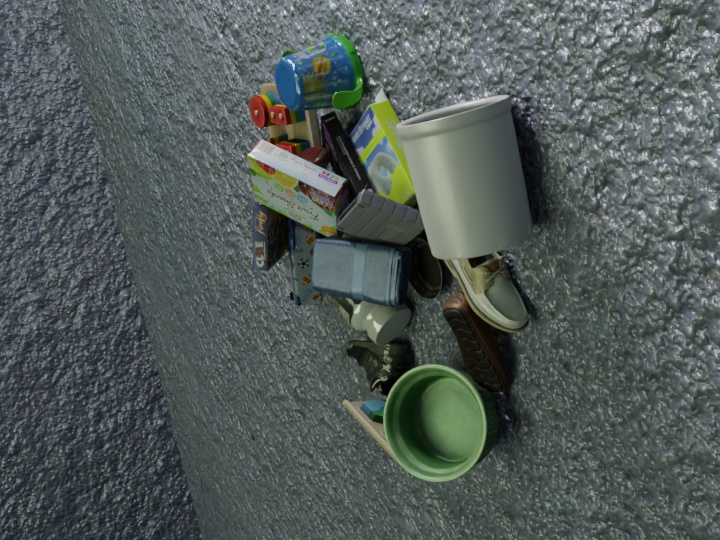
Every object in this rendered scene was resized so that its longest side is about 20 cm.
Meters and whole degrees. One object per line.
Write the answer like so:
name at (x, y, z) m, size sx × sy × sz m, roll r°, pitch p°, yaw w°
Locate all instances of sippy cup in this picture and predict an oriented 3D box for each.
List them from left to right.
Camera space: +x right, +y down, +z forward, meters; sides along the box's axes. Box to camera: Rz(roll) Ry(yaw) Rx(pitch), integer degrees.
sippy cup at (-0.083, -0.354, 1.535) m, size 0.177 × 0.129 × 0.141 m, roll -3°, pitch 106°, yaw 60°

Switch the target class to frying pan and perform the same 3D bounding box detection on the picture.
frying pan at (0.116, -0.039, 1.488) m, size 0.115 × 0.031 × 0.192 m, roll 33°, pitch 132°, yaw 50°

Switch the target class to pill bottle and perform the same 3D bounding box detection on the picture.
pill bottle at (0.002, 0.046, 1.647) m, size 0.200 × 0.116 × 0.117 m, roll 45°, pitch 144°, yaw 26°

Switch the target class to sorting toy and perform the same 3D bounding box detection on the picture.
sorting toy at (-0.166, -0.291, 1.786) m, size 0.198 × 0.069 × 0.202 m, roll 21°, pitch 126°, yaw 54°
sorting toy at (0.086, 0.302, 1.617) m, size 0.185 × 0.199 × 0.037 m, roll 40°, pitch 112°, yaw 43°

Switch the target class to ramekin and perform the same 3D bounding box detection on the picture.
ramekin at (0.148, 0.266, 1.474) m, size 0.198 × 0.097 × 0.203 m, roll -2°, pitch 86°, yaw 30°

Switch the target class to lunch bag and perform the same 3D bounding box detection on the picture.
lunch bag at (-0.124, -0.028, 1.837) m, size 0.161 × 0.075 × 0.202 m, roll -105°, pitch 13°, yaw -59°

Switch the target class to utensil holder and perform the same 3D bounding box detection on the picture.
utensil holder at (0.157, -0.136, 1.217) m, size 0.169 × 0.169 × 0.202 m, roll 8°, pitch 118°, yaw 59°

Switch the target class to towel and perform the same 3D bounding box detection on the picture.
towel at (0.000, 0.000, 1.558) m, size 0.198 × 0.048 × 0.113 m, roll 10°, pitch 96°, yaw 30°

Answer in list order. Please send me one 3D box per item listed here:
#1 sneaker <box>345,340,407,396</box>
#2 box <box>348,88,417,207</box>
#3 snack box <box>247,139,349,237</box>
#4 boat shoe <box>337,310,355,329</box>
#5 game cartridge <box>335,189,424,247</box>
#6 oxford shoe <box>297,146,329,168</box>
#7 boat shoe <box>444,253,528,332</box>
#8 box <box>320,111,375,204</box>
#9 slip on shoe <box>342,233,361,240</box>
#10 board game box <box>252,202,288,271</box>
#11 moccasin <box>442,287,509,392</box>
sneaker at (0.026, 0.201, 1.731) m, size 0.199 × 0.076 × 0.116 m, roll -1°, pitch 84°, yaw 56°
box at (0.046, -0.206, 1.489) m, size 0.202 × 0.047 × 0.122 m, roll 64°, pitch 152°, yaw 11°
snack box at (-0.117, -0.153, 1.604) m, size 0.199 × 0.053 × 0.143 m, roll 27°, pitch 152°, yaw 18°
boat shoe at (-0.027, 0.041, 1.762) m, size 0.063 × 0.072 × 0.202 m, roll 105°, pitch 148°, yaw -60°
game cartridge at (0.037, -0.087, 1.479) m, size 0.200 × 0.128 × 0.039 m, roll 144°, pitch 141°, yaw -73°
oxford shoe at (-0.116, -0.192, 1.673) m, size 0.199 × 0.071 × 0.075 m, roll -12°, pitch 120°, yaw 52°
boat shoe at (0.200, 0.010, 1.327) m, size 0.200 × 0.074 × 0.069 m, roll 52°, pitch 150°, yaw 28°
box at (-0.021, -0.186, 1.585) m, size 0.202 × 0.036 × 0.143 m, roll 63°, pitch 173°, yaw 11°
slip on shoe at (-0.035, -0.110, 1.688) m, size 0.200 × 0.074 × 0.061 m, roll 44°, pitch 179°, yaw 29°
board game box at (-0.188, -0.090, 1.788) m, size 0.200 × 0.034 × 0.137 m, roll -57°, pitch -30°, yaw -73°
moccasin at (0.201, 0.118, 1.397) m, size 0.073 × 0.078 × 0.203 m, roll -11°, pitch 118°, yaw 46°
